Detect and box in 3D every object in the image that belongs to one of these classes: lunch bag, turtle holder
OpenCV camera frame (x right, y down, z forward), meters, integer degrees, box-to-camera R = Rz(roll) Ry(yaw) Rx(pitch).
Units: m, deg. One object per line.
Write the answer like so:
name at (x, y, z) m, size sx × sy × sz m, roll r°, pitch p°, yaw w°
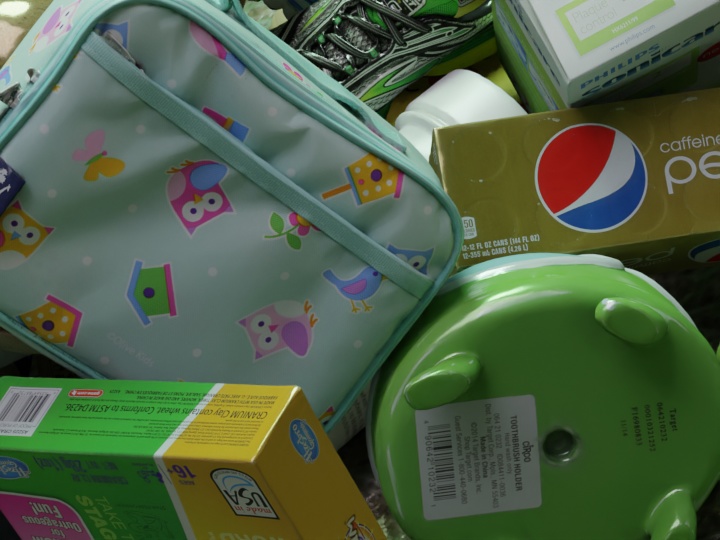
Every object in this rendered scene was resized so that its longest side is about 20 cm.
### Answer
lunch bag at (-0.067, -0.026, 1.177) m, size 0.161 × 0.200 × 0.077 m, roll -50°, pitch 21°, yaw 14°
turtle holder at (0.090, 0.047, 1.226) m, size 0.185 × 0.141 × 0.132 m, roll -35°, pitch 19°, yaw 4°

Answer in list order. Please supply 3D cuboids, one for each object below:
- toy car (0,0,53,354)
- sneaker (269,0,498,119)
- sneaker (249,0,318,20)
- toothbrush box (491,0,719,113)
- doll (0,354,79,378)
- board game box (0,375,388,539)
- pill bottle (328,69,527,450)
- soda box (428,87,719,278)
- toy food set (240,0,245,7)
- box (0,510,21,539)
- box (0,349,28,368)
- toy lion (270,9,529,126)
toy car at (-0.143, -0.080, 1.256) m, size 0.164 × 0.201 × 0.158 m, roll -4°, pitch 37°, yaw -2°
sneaker at (0.001, -0.116, 1.405) m, size 0.200 × 0.085 × 0.078 m, roll -36°, pitch 77°, yaw -13°
sneaker at (-0.015, -0.170, 1.476) m, size 0.199 × 0.089 × 0.079 m, roll 16°, pitch 42°, yaw -11°
toothbrush box at (0.141, -0.126, 1.349) m, size 0.145 × 0.200 × 0.086 m, roll -28°, pitch 75°, yaw -2°
doll at (-0.162, 0.003, 1.537) m, size 0.136 × 0.049 × 0.200 m, roll -12°, pitch 32°, yaw 5°
board game box at (-0.051, 0.127, 1.169) m, size 0.153 × 0.200 × 0.040 m, roll 0°, pitch 44°, yaw 36°
pill bottle at (0.000, 0.000, 1.368) m, size 0.200 × 0.115 × 0.114 m, roll -40°, pitch 36°, yaw -16°
soda box at (0.133, -0.038, 1.293) m, size 0.199 × 0.064 × 0.068 m, roll -8°, pitch 75°, yaw -4°
toy food set at (-0.139, -0.127, 1.585) m, size 0.200 × 0.049 × 0.198 m, roll -28°, pitch -16°, yaw -35°
box at (-0.267, 0.125, 1.391) m, size 0.200 × 0.123 × 0.198 m, roll -39°, pitch 35°, yaw -16°
box at (-0.236, -0.007, 1.409) m, size 0.199 × 0.041 × 0.156 m, roll 17°, pitch 14°, yaw 15°
toy lion at (0.026, -0.074, 1.500) m, size 0.191 × 0.069 × 0.200 m, roll 6°, pitch 47°, yaw 30°
